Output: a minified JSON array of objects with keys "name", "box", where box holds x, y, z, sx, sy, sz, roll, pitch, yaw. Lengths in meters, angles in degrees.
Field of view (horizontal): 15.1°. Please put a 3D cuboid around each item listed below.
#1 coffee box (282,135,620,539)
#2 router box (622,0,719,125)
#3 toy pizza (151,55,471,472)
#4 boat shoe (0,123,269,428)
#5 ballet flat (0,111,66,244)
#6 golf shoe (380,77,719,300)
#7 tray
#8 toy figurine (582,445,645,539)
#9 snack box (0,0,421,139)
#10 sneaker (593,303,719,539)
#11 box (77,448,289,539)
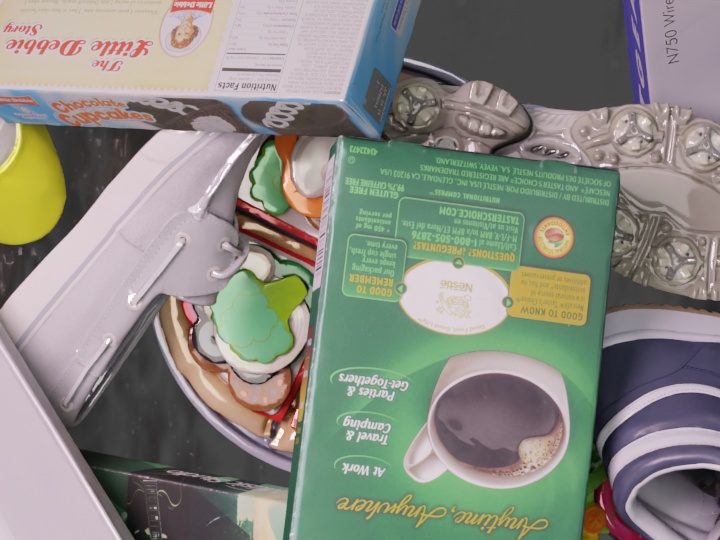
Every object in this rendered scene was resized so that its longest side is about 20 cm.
[{"name":"coffee box","box":[0.034,0.052,1.102,0.122,0.044,0.201,6,85,-8]},{"name":"router box","box":[0.206,-0.113,1.182,0.179,0.049,0.201,-13,131,-1]},{"name":"toy pizza","box":[0.000,0.000,1.245,0.199,0.032,0.201,0,96,-2]},{"name":"boat shoe","box":[-0.087,-0.011,1.205,0.069,0.072,0.200,44,102,3]},{"name":"ballet flat","box":[-0.200,-0.096,1.211,0.067,0.067,0.201,-31,96,0]},{"name":"golf shoe","box":[0.097,-0.038,1.185,0.199,0.097,0.079,17,87,1]},{"name":"tray","box":[-0.146,0.099,1.197,0.200,0.022,0.107,56,136,18]},{"name":"toy figurine","box":[0.101,0.174,1.217,0.199,0.150,0.185,-25,99,-14]},{"name":"snack box","box":[-0.067,-0.118,1.157,0.199,0.037,0.117,5,68,32]},{"name":"sneaker","box":[0.189,0.072,1.140,0.199,0.109,0.070,2,132,-10]},{"name":"box","box":[-0.079,0.161,1.195,0.199,0.036,0.145,5,97,40]}]
